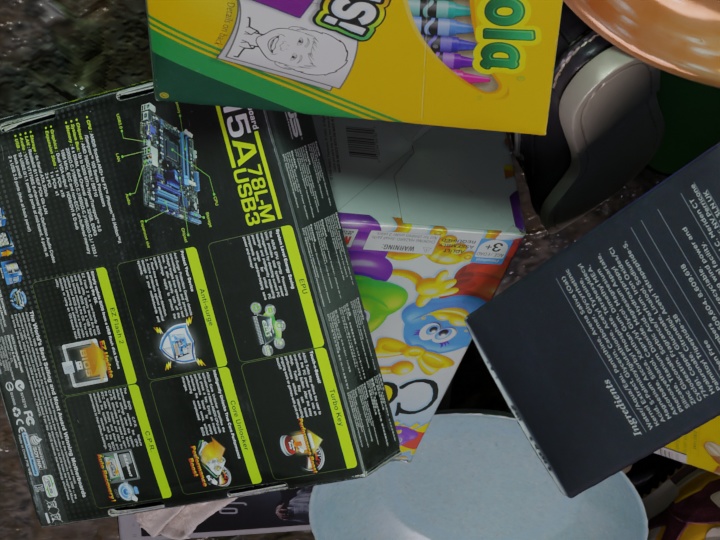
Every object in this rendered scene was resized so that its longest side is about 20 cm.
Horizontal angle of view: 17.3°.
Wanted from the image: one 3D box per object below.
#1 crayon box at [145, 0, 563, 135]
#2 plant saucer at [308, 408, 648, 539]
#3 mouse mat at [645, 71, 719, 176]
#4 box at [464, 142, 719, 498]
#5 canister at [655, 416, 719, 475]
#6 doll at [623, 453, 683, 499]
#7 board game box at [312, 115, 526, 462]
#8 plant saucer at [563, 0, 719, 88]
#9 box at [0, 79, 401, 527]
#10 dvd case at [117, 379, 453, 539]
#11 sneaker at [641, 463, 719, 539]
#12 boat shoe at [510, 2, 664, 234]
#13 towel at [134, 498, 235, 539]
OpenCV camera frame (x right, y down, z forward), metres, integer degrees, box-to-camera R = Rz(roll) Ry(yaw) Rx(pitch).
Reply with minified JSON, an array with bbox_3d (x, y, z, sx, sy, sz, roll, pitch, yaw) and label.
[{"bbox_3d":[-0.001,-0.142,0.954,0.172,0.059,0.200,6,146,3],"label":"crayon box"},{"bbox_3d":[0.070,0.137,1.395,0.200,0.039,0.202,3,136,3],"label":"plant saucer"},{"bbox_3d":[0.163,-0.101,1.139,0.160,0.008,0.200,-7,149,37],"label":"mouse mat"},{"bbox_3d":[0.173,0.006,1.116,0.148,0.105,0.200,-25,172,-44],"label":"box"},{"bbox_3d":[0.237,0.066,1.284,0.199,0.087,0.149,18,149,16],"label":"canister"},{"bbox_3d":[0.197,0.137,1.467,0.199,0.049,0.136,-24,139,20],"label":"doll"},{"bbox_3d":[0.000,0.000,1.207,0.102,0.105,0.200,4,142,-16],"label":"board game box"},{"bbox_3d":[0.169,-0.150,0.988,0.199,0.038,0.201,12,146,8],"label":"plant saucer"},{"bbox_3d":[-0.094,0.011,1.115,0.192,0.201,0.047,-13,-173,28],"label":"box"},{"bbox_3d":[-0.048,0.108,1.406,0.199,0.025,0.151,-4,142,-6],"label":"dvd case"},{"bbox_3d":[0.182,0.190,1.423,0.075,0.090,0.200,21,134,-16],"label":"sneaker"},{"bbox_3d":[0.105,-0.080,1.161,0.073,0.063,0.200,-34,163,-10],"label":"boat shoe"},{"bbox_3d":[-0.111,0.030,1.180,0.132,0.200,0.034,-37,176,35],"label":"towel"}]
